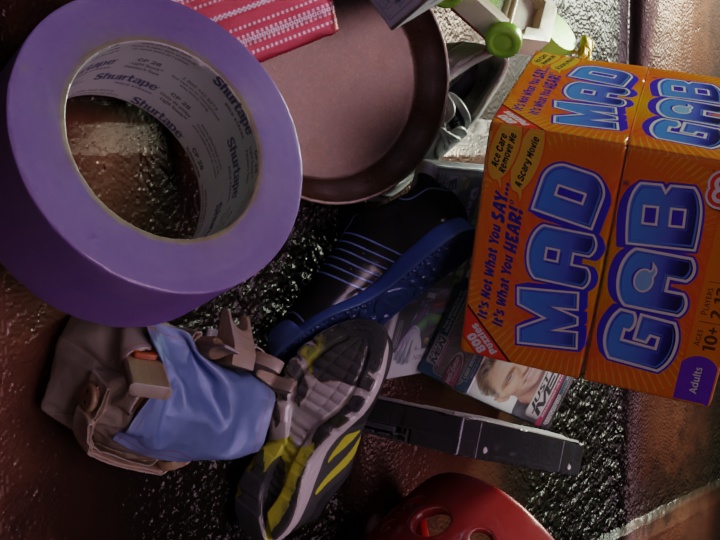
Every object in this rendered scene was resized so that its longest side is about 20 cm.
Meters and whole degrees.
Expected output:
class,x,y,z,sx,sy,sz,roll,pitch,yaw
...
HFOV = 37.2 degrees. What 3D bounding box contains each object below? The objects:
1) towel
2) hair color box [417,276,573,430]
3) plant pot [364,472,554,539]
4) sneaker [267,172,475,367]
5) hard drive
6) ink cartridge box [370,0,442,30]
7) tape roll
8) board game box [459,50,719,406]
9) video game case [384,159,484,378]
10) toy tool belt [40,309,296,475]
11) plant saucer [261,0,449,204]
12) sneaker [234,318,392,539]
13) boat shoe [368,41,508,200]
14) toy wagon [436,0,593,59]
class,x,y,z,sx,sy,sz,roll,pitch,yaw
towel,-0.107,-0.242,0.760,0.144,0.022,0.200,-24,114,-12
hair color box,0.145,0.086,1.047,0.200,0.060,0.100,29,86,-54
plant pot,0.067,0.305,0.925,0.182,0.200,0.201,-32,117,-37
sneaker,0.000,0.000,0.883,0.200,0.078,0.070,-34,149,4
hard drive,0.095,0.149,0.978,0.200,0.140,0.038,18,81,-46
ink cartridge box,0.033,-0.314,0.836,0.200,0.084,0.176,53,45,-4
tape roll,-0.142,-0.069,0.688,0.200,0.085,0.200,14,65,-32
board game box,0.210,-0.044,0.878,0.200,0.199,0.200,-54,152,-58
video game case,0.088,-0.001,0.993,0.182,0.023,0.200,-3,111,-52
toy tool belt,-0.113,0.089,0.760,0.200,0.123,0.125,18,81,-47
plant saucer,-0.022,-0.154,0.859,0.200,0.034,0.201,-5,102,-25
sneaker,-0.033,0.127,0.874,0.200,0.074,0.085,-59,157,7
boat shoe,0.065,-0.140,0.956,0.200,0.065,0.074,-56,131,-27
toy wagon,0.131,-0.252,0.978,0.200,0.040,0.155,38,43,-17
